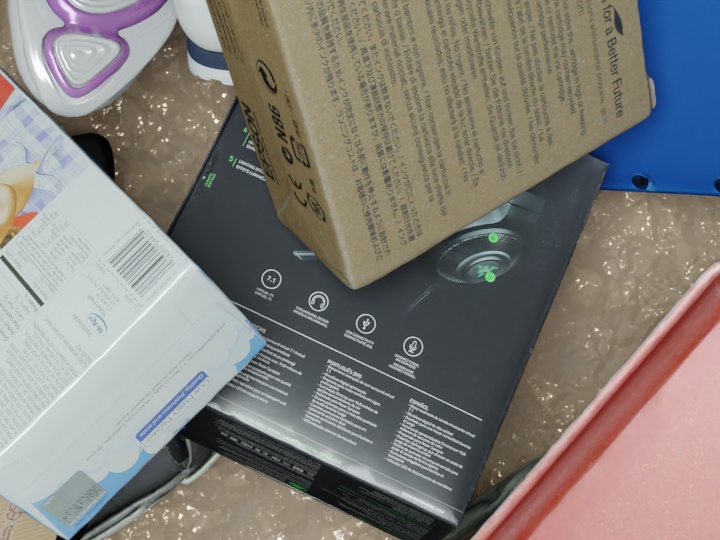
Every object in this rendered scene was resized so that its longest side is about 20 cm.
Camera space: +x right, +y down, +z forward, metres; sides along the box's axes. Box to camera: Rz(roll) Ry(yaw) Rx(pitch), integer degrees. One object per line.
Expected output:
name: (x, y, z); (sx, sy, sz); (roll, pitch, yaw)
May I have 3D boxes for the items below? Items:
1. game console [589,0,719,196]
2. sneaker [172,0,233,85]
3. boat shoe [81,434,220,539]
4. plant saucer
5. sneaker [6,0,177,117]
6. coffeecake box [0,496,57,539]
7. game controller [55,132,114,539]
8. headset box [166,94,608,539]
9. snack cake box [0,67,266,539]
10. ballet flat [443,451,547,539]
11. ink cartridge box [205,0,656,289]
game console: (0.159, -0.137, 0.724); (0.199, 0.118, 0.172); (7, 63, 42)
sneaker: (-0.025, -0.174, 0.715); (0.076, 0.201, 0.081); (5, 138, 24)
boat shoe: (-0.090, 0.072, 0.794); (0.071, 0.064, 0.200); (44, 96, -2)
plant saucer: (0.161, 0.132, 0.651); (0.199, 0.037, 0.200); (41, 104, 7)
sneaker: (-0.128, -0.144, 0.732); (0.074, 0.100, 0.202); (15, 54, -23)
coffeecake box: (-0.232, 0.101, 0.732); (0.200, 0.073, 0.155); (37, 121, 33)
game controller: (-0.151, 0.036, 0.758); (0.104, 0.042, 0.202); (-13, 71, 46)
headset box: (0.000, 0.000, 0.739); (0.173, 0.093, 0.201); (24, 72, 1)
snack cake box: (-0.146, 0.002, 0.663); (0.115, 0.067, 0.200); (-44, 51, -4)
ballet flat: (0.060, 0.147, 0.778); (0.068, 0.064, 0.200); (53, 133, 3)
ink cartridge box: (0.024, -0.118, 0.627); (0.164, 0.075, 0.201); (-30, 131, -17)
